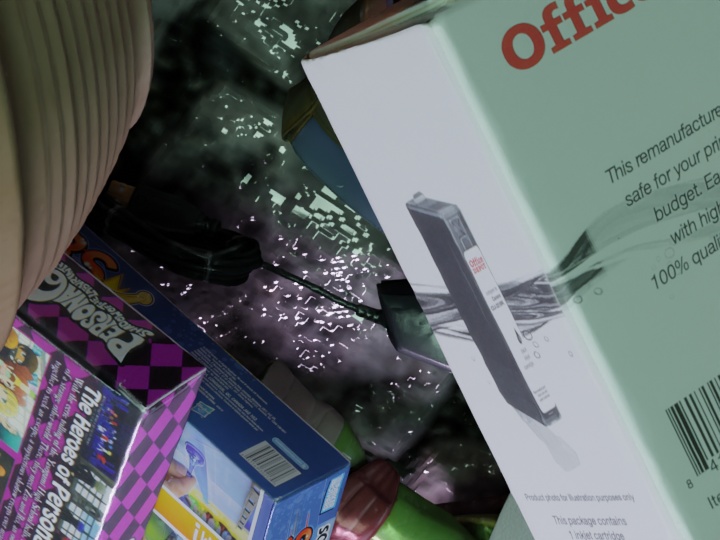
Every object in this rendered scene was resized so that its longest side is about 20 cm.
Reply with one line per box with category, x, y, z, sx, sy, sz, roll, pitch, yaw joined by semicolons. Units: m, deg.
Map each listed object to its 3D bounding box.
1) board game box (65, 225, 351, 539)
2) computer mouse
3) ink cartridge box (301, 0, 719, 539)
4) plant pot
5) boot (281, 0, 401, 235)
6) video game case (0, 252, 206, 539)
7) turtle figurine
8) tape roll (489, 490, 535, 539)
board game box;-0.094;0.057;0.974;0.200;0.034;0.136;41;134;28
computer mouse;0.000;0.000;0.987;0.200;0.059;0.034;19;105;4
ink cartridge box;0.095;-0.011;0.857;0.084;0.144;0.200;-8;110;61
plant pot;-0.119;-0.072;0.813;0.093;0.201;0.201;-20;123;-25
boot;0.071;-0.034;0.957;0.200;0.075;0.097;29;148;-19
video game case;-0.149;0.050;0.957;0.181;0.036;0.200;38;134;17
turtle figurine;0.011;0.136;1.000;0.194;0.144;0.200;37;101;0
tape roll;0.112;0.123;0.958;0.037;0.203;0.203;8;128;45
